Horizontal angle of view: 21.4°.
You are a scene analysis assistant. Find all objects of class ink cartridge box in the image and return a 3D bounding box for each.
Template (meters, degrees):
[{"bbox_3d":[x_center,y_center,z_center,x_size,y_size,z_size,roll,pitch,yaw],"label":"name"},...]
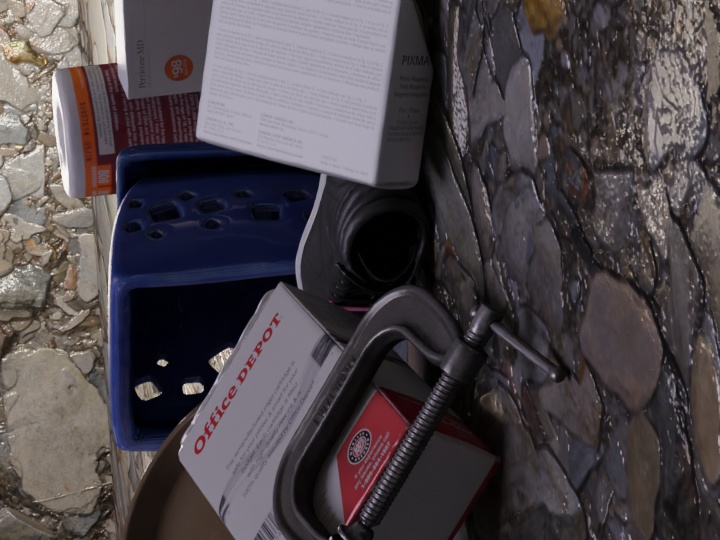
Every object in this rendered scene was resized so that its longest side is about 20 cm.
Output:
[{"bbox_3d":[-0.019,0.120,1.231,0.147,0.083,0.200,-59,36,11],"label":"ink cartridge box"},{"bbox_3d":[-0.024,-0.165,1.237,0.162,0.057,0.200,17,101,37],"label":"ink cartridge box"}]

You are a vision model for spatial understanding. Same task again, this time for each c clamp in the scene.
[{"bbox_3d":[0.017,0.092,1.105,0.200,0.027,0.171,-57,36,13],"label":"c clamp"}]

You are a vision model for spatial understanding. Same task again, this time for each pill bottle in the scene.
[{"bbox_3d":[-0.162,-0.129,1.666,0.114,0.200,0.114,173,90,-78],"label":"pill bottle"}]

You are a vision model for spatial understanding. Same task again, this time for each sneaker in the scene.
[{"bbox_3d":[0.000,0.000,1.313,0.099,0.071,0.200,-104,18,-48],"label":"sneaker"}]

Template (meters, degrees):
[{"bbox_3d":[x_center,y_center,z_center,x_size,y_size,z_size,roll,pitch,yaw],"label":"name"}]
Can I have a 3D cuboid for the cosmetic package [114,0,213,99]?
[{"bbox_3d":[-0.125,-0.245,1.555,0.052,0.151,0.200,-116,22,-55],"label":"cosmetic package"}]

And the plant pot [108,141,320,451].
[{"bbox_3d":[-0.103,0.008,1.504,0.200,0.200,0.180,95,168,-44],"label":"plant pot"}]

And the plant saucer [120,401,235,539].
[{"bbox_3d":[-0.101,0.172,1.396,0.200,0.029,0.200,-31,39,29],"label":"plant saucer"}]

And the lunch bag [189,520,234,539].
[{"bbox_3d":[-0.103,0.242,1.478,0.200,0.124,0.170,-20,40,41],"label":"lunch bag"}]
